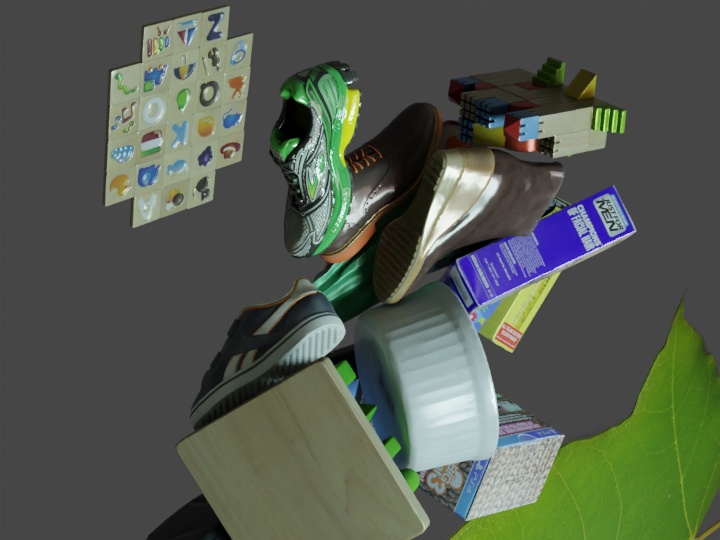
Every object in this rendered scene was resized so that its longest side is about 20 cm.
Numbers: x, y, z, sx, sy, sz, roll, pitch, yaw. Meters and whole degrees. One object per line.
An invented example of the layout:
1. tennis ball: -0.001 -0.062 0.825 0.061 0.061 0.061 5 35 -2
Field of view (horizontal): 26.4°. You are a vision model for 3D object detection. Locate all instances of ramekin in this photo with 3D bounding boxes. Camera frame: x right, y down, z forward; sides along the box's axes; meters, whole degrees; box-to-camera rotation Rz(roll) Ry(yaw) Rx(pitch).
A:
1. ramekin: 0.066 0.120 1.657 0.097 0.201 0.201 -15 133 -13

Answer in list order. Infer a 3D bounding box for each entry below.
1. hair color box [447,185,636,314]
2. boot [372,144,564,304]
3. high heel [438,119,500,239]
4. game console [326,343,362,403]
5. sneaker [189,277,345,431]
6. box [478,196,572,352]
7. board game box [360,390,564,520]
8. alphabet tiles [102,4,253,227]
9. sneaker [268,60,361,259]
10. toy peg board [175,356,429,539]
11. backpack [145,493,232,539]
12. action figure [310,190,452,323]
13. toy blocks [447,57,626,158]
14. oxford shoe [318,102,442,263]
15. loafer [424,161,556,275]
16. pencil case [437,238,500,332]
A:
1. hair color box: 0.204 -0.022 1.744 0.199 0.065 0.109 -27 175 -5
2. boot: 0.116 -0.040 1.624 0.166 0.072 0.200 5 125 -35
3. high heel: 0.135 -0.122 1.784 0.067 0.096 0.200 -20 132 14
4. game console: -0.033 0.207 1.745 0.176 0.116 0.201 -16 129 -46
5. sneaker: -0.106 0.088 1.599 0.200 0.080 0.078 -39 149 16
6. box: 0.215 0.002 1.967 0.200 0.050 0.075 -58 148 0
7. board game box: 0.114 0.199 1.856 0.159 0.200 0.097 -1 117 -52
8. alphabet tiles: -0.165 -0.139 1.391 0.166 0.006 0.201 -24 134 -42
9. sneaker: -0.059 -0.106 1.509 0.085 0.078 0.201 -14 118 -39
10. toy peg board: -0.048 0.207 1.586 0.199 0.200 0.098 -31 -178 24
11. backpack: -0.163 0.349 1.683 0.163 0.153 0.201 -36 119 -34
12. action figure: 0.000 0.000 1.666 0.200 0.055 0.118 -39 130 -9
13. toy blocks: 0.167 -0.169 1.659 0.136 0.200 0.100 -13 118 -32
14. oxford shoe: 0.012 -0.101 1.599 0.200 0.071 0.073 -54 142 -6
15. loafer: 0.124 -0.055 1.746 0.199 0.063 0.072 -26 167 17
16. pencil case: 0.119 0.036 1.842 0.200 0.078 0.087 -52 139 -10
